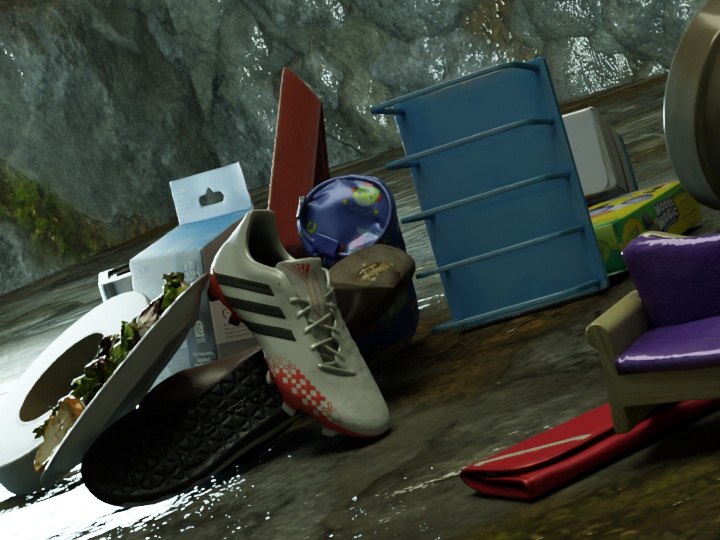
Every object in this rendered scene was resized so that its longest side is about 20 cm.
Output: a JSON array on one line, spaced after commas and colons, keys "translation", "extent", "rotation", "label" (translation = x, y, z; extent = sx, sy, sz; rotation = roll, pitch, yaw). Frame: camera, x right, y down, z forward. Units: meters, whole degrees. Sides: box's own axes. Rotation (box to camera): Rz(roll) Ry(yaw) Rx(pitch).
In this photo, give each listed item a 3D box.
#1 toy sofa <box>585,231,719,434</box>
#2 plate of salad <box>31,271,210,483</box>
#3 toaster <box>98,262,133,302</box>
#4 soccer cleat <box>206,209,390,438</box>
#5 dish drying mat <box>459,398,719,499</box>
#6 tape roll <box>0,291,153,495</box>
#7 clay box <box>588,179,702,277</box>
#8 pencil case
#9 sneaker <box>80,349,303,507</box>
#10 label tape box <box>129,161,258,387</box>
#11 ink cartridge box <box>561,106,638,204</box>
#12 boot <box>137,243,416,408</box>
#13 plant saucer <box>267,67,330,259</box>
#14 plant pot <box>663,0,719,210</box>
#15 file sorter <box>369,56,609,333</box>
[{"translation": [0.228, 0.024, 1.070], "extent": [0.198, 0.099, 0.083], "rotation": [-8, 11, 28], "label": "toy sofa"}, {"translation": [-0.183, 0.075, 1.473], "extent": [0.201, 0.048, 0.200], "rotation": [-52, -2, -2], "label": "plate of salad"}, {"translation": [-0.169, 0.036, 1.992], "extent": [0.179, 0.120, 0.200], "rotation": [-20, 7, -4], "label": "toaster"}, {"translation": [-0.040, 0.038, 1.422], "extent": [0.068, 0.200, 0.086], "rotation": [-4, -47, -43], "label": "soccer cleat"}, {"translation": [0.157, 0.087, 1.166], "extent": [0.199, 0.018, 0.077], "rotation": [-23, 7, -27], "label": "dish drying mat"}, {"translation": [-0.242, 0.102, 1.668], "extent": [0.202, 0.037, 0.203], "rotation": [-37, 22, 18], "label": "tape roll"}, {"translation": [0.213, -0.028, 1.757], "extent": [0.114, 0.048, 0.200], "rotation": [-16, 6, 35], "label": "clay box"}, {"translation": [0.000, 0.000, 1.623], "extent": [0.087, 0.078, 0.200], "rotation": [-50, -24, -17], "label": "pencil case"}, {"translation": [-0.114, 0.129, 1.461], "extent": [0.199, 0.072, 0.083], "rotation": [-25, -22, -23], "label": "sneaker"}, {"translation": [-0.141, 0.017, 1.710], "extent": [0.066, 0.202, 0.143], "rotation": [-11, 2, -33], "label": "label tape box"}, {"translation": [0.189, -0.088, 1.939], "extent": [0.143, 0.085, 0.200], "rotation": [-17, -9, 13], "label": "ink cartridge box"}, {"translation": [-0.063, 0.056, 1.524], "extent": [0.186, 0.065, 0.200], "rotation": [-23, -14, -42], "label": "boot"}, {"translation": [-0.050, -0.039, 1.712], "extent": [0.036, 0.201, 0.200], "rotation": [1, -35, 4], "label": "plant saucer"}, {"translation": [0.388, -0.138, 1.679], "extent": [0.199, 0.202, 0.173], "rotation": [-24, 24, -35], "label": "plant pot"}, {"translation": [0.102, -0.059, 1.614], "extent": [0.138, 0.202, 0.123], "rotation": [-16, 0, 18], "label": "file sorter"}]
